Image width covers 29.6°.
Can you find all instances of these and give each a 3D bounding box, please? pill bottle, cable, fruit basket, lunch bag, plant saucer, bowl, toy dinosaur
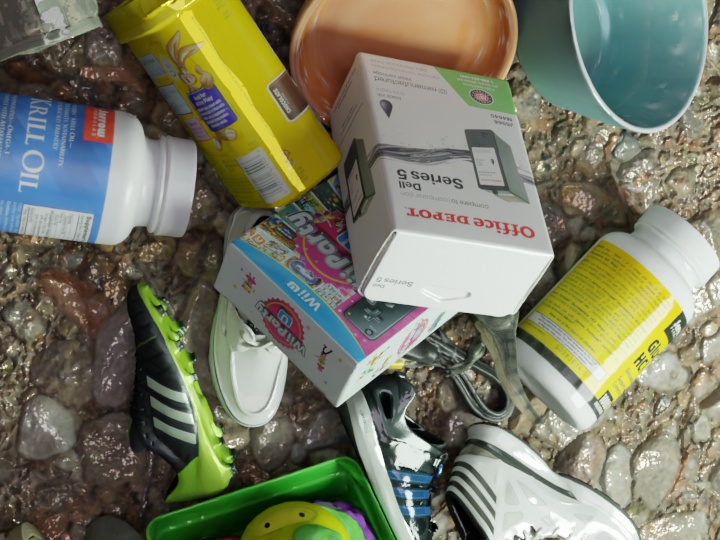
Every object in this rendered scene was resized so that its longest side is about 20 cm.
[{"bbox_3d":[0.232,0.040,1.256,0.200,0.112,0.112,-45,105,-5],"label":"pill bottle"},{"bbox_3d":[-0.239,-0.082,1.120,0.198,0.112,0.113,7,95,-16],"label":"pill bottle"},{"bbox_3d":[0.062,0.071,1.265,0.199,0.050,0.098,26,73,-28],"label":"cable"},{"bbox_3d":[-0.066,0.238,1.144,0.214,0.156,0.216,-19,144,-14],"label":"fruit basket"},{"bbox_3d":[-0.269,-0.249,1.047,0.117,0.200,0.165,-18,102,-12],"label":"lunch bag"},{"bbox_3d":[0.035,-0.198,1.171,0.198,0.038,0.201,-7,136,-6],"label":"plant saucer"},{"bbox_3d":[0.208,-0.220,1.202,0.200,0.105,0.203,-2,92,-43],"label":"bowl"},{"bbox_3d":[0.108,0.050,1.217,0.087,0.048,0.201,-13,59,15],"label":"toy dinosaur"}]

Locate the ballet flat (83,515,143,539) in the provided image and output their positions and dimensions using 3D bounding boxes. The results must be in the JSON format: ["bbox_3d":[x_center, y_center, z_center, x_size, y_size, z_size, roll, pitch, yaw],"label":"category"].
[{"bbox_3d":[-0.194,0.287,1.145,0.067,0.064,0.201,-40,61,12],"label":"ballet flat"}]

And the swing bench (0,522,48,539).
[{"bbox_3d":[-0.317,0.341,1.147,0.198,0.130,0.201,-32,98,-8],"label":"swing bench"}]

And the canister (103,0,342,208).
[{"bbox_3d":[-0.112,-0.153,1.127,0.086,0.148,0.201,-39,107,-16],"label":"canister"}]

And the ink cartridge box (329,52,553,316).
[{"bbox_3d":[0.063,-0.072,1.128,0.144,0.201,0.084,7,139,-21],"label":"ink cartridge box"}]

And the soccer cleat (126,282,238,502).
[{"bbox_3d":[-0.173,0.111,1.188,0.080,0.068,0.201,-20,102,2],"label":"soccer cleat"}]

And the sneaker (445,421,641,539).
[{"bbox_3d":[0.160,0.241,1.264,0.200,0.076,0.116,34,64,-7],"label":"sneaker"}]

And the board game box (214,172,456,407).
[{"bbox_3d":[0.000,0.000,1.141,0.147,0.064,0.200,42,49,14],"label":"board game box"}]

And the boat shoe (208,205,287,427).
[{"bbox_3d":[-0.090,0.042,1.197,0.071,0.066,0.202,6,95,-15],"label":"boat shoe"}]

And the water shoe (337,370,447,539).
[{"bbox_3d":[0.048,0.186,1.234,0.078,0.072,0.201,-24,113,-4],"label":"water shoe"}]
